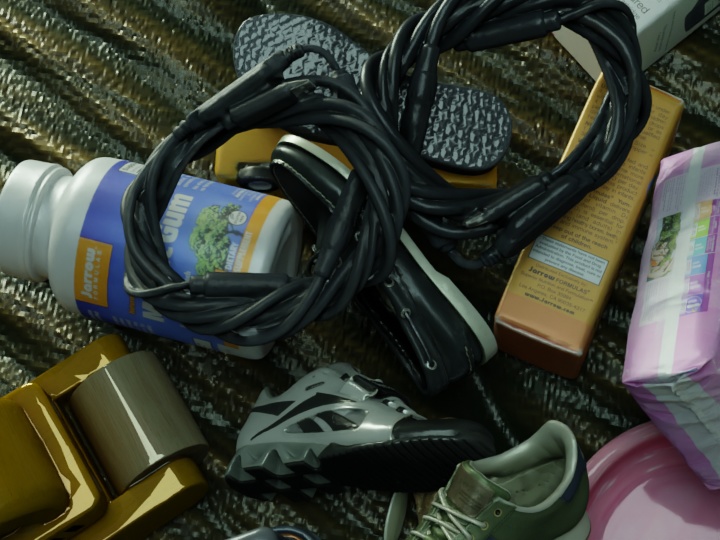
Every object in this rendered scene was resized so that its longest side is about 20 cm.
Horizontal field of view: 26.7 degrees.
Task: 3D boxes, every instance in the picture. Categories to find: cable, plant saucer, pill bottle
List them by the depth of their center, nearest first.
[{"bbox_3d":[-0.065,-0.035,0.959,0.199,0.051,0.164,-34,80,11],"label":"cable"},{"bbox_3d":[0.221,0.196,0.981,0.198,0.051,0.203,-1,72,4],"label":"plant saucer"},{"bbox_3d":[0.095,-0.111,0.989,0.200,0.051,0.164,-40,85,-5],"label":"cable"},{"bbox_3d":[-0.148,-0.015,1.050,0.197,0.112,0.113,13,72,9],"label":"pill bottle"}]

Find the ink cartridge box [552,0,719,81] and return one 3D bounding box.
[{"bbox_3d":[0.216,-0.253,1.118,0.199,0.084,0.145,-38,73,-8],"label":"ink cartridge box"}]

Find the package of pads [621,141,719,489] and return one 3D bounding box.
[{"bbox_3d":[0.232,0.027,0.967,0.075,0.121,0.201,-16,40,34],"label":"package of pads"}]

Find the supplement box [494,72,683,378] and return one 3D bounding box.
[{"bbox_3d":[0.158,-0.033,1.049,0.068,0.067,0.202,20,74,11],"label":"supplement box"}]

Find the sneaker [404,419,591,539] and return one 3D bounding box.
[{"bbox_3d":[0.058,0.154,0.905,0.199,0.091,0.067,-24,41,-27],"label":"sneaker"}]

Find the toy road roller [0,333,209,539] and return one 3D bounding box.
[{"bbox_3d":[-0.207,0.128,0.987,0.199,0.146,0.124,-32,72,-7],"label":"toy road roller"}]

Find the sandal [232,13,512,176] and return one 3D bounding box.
[{"bbox_3d":[0.004,-0.111,1.028,0.198,0.043,0.077,22,80,-4],"label":"sandal"}]

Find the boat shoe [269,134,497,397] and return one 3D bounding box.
[{"bbox_3d":[0.000,0.001,0.988,0.066,0.074,0.200,-42,91,-18],"label":"boat shoe"}]

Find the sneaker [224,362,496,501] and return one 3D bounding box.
[{"bbox_3d":[0.000,0.097,0.993,0.198,0.074,0.089,-7,56,32],"label":"sneaker"}]

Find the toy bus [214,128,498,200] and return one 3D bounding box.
[{"bbox_3d":[-0.001,-0.081,1.079,0.197,0.078,0.066,0,72,5],"label":"toy bus"}]

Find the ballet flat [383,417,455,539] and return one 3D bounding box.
[{"bbox_3d":[0.049,0.197,0.992,0.072,0.068,0.203,-12,69,22],"label":"ballet flat"}]

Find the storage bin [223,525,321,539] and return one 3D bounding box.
[{"bbox_3d":[-0.052,0.253,0.939,0.144,0.135,0.202,-18,71,-2],"label":"storage bin"}]
